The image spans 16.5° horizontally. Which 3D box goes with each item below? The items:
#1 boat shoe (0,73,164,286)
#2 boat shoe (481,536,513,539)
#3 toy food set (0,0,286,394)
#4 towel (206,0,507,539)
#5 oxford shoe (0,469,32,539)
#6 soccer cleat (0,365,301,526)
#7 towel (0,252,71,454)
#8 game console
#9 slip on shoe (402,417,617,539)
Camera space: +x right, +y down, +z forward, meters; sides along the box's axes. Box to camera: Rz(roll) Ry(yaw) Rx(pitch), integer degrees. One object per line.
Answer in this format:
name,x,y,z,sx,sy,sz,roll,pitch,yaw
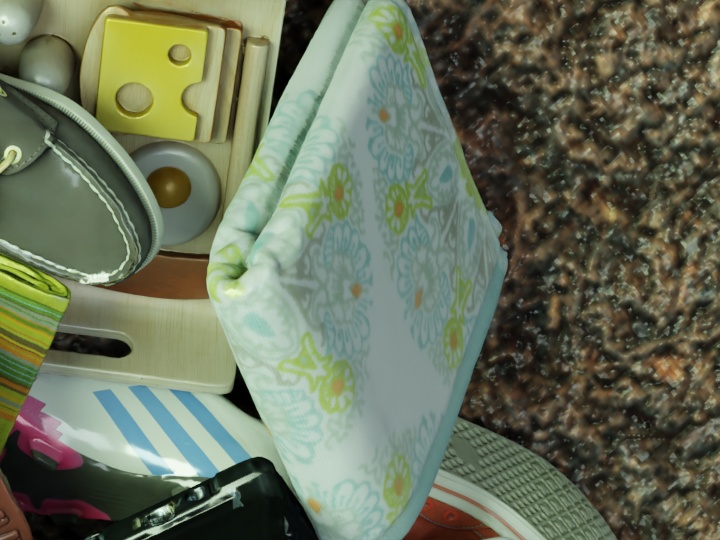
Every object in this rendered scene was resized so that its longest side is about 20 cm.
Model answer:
boat shoe,-0.168,-0.054,0.992,0.201,0.061,0.072,37,110,-10
boat shoe,-0.007,0.169,1.163,0.199,0.070,0.071,-15,144,24
toy food set,-0.112,-0.044,1.054,0.143,0.061,0.201,7,120,-4
towel,0.000,0.000,1.068,0.048,0.201,0.172,-3,133,26
oxford shoe,-0.183,0.086,1.044,0.070,0.075,0.201,-16,142,-20
soccer cleat,-0.117,0.073,1.128,0.199,0.087,0.070,19,135,-2
towel,-0.196,0.068,1.072,0.086,0.018,0.201,25,121,-4
game console,-0.103,0.174,1.033,0.199,0.117,0.176,-25,142,4
slip on shoe,0.054,0.119,1.193,0.199,0.074,0.061,29,120,-24
